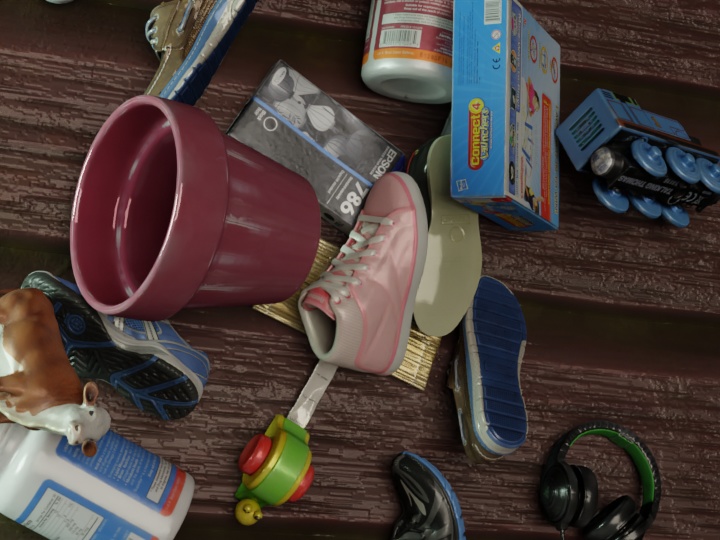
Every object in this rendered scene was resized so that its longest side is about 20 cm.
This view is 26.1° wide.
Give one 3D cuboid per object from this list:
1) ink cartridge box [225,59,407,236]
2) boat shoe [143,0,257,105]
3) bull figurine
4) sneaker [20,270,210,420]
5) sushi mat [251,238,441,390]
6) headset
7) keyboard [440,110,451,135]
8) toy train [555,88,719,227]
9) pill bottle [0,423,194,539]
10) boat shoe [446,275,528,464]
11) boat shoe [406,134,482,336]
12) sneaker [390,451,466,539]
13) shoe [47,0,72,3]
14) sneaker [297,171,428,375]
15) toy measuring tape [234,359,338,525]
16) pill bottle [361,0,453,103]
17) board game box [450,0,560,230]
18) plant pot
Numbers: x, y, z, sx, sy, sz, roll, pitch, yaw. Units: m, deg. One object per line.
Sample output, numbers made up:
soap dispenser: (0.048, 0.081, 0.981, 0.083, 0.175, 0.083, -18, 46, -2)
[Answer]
ink cartridge box: (-0.031, -0.111, 1.552, 0.200, 0.039, 0.100, 36, 73, -11)
boat shoe: (-0.167, -0.227, 1.504, 0.072, 0.072, 0.200, 31, 77, 6)
bull figurine: (-0.294, 0.090, 1.346, 0.121, 0.065, 0.200, -2, 40, -27)
sneaker: (-0.231, 0.065, 1.456, 0.200, 0.076, 0.077, 35, 29, 1)
sushi mat: (-0.006, 0.036, 1.554, 0.200, 0.012, 0.096, 27, 77, -13)
headset: (0.229, 0.251, 1.586, 0.123, 0.094, 0.200, 33, 59, -7)
keyboard: (0.091, -0.092, 1.600, 0.056, 0.011, 0.200, 29, 75, -22)
toy train: (0.298, -0.116, 1.610, 0.200, 0.087, 0.114, 9, 47, -42)
pill bottle: (-0.260, 0.188, 1.400, 0.200, 0.112, 0.112, 32, 75, -12)
boat shoe: (0.118, 0.099, 1.550, 0.072, 0.072, 0.200, 20, 51, -23)
boat shoe: (0.078, -0.034, 1.551, 0.074, 0.063, 0.202, 6, 85, -21)
sneaker: (0.056, 0.277, 1.513, 0.083, 0.071, 0.200, -5, 88, -25)
shoe: (-0.304, -0.357, 1.466, 0.071, 0.091, 0.200, -16, 88, -19)
sneaker: (0.000, 0.000, 1.493, 0.105, 0.075, 0.201, 6, 92, -38)
toy measuring tape: (-0.060, 0.157, 1.488, 0.074, 0.074, 0.200, 34, 77, -11)
pill bottle: (0.066, -0.278, 1.567, 0.109, 0.110, 0.200, 11, 80, -16)
board game box: (0.147, -0.152, 1.538, 0.056, 0.196, 0.200, -2, 81, 21)
plant pot: (-0.143, -0.045, 1.432, 0.179, 0.200, 0.200, 13, 79, -36)
